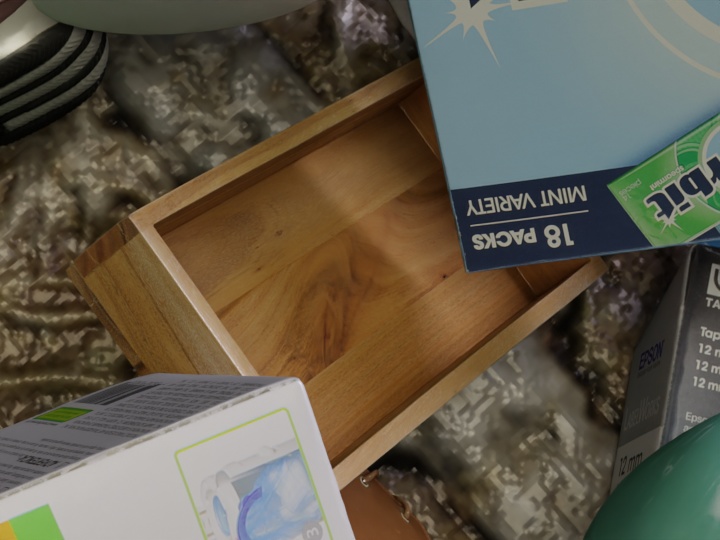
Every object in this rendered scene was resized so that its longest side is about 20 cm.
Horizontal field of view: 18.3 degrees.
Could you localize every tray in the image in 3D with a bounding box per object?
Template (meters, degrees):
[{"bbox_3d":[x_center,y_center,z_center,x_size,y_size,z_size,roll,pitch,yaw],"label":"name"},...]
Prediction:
[{"bbox_3d":[0.000,0.000,0.718,0.099,0.037,0.200,54,36,1],"label":"tray"}]

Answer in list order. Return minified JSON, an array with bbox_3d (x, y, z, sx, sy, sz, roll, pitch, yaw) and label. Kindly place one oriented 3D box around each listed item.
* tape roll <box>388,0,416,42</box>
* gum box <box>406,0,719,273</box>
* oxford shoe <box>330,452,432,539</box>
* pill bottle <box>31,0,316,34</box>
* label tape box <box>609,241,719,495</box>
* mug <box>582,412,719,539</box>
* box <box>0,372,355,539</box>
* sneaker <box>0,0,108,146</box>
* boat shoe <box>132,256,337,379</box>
[{"bbox_3d":[0.099,-0.140,0.745,0.199,0.201,0.066,9,37,-6],"label":"tape roll"},{"bbox_3d":[0.095,-0.108,0.671,0.169,0.045,0.201,-7,112,14],"label":"gum box"},{"bbox_3d":[0.003,0.093,0.709,0.200,0.071,0.072,13,79,-40],"label":"oxford shoe"},{"bbox_3d":[-0.061,-0.182,0.690,0.113,0.113,0.201,-4,79,-9],"label":"pill bottle"},{"bbox_3d":[0.165,0.070,0.777,0.143,0.066,0.201,13,75,-5],"label":"label tape box"},{"bbox_3d":[0.149,0.095,0.677,0.151,0.114,0.186,16,76,-5],"label":"mug"},{"bbox_3d":[-0.046,0.137,0.578,0.101,0.112,0.201,-21,97,-23],"label":"box"},{"bbox_3d":[-0.190,-0.074,0.748,0.199,0.076,0.116,-25,73,1],"label":"sneaker"},{"bbox_3d":[-0.063,0.084,0.740,0.074,0.066,0.200,46,64,-35],"label":"boat shoe"}]
